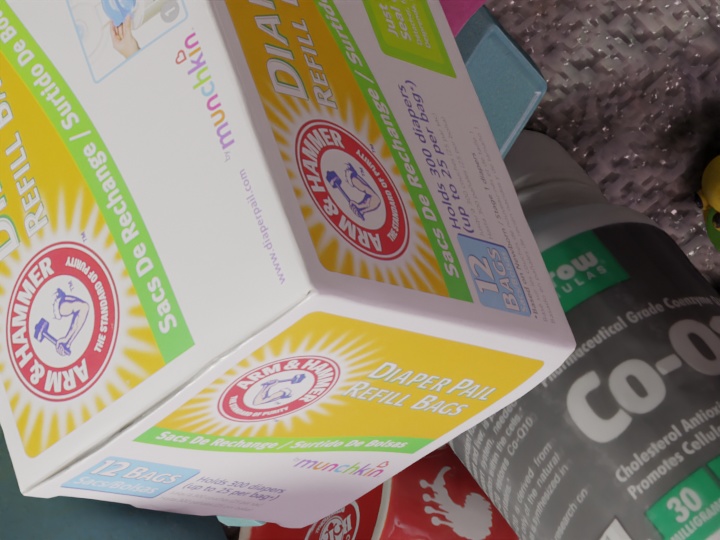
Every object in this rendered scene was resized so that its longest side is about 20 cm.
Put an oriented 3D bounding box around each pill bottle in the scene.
[{"bbox_3d":[0.091,0.049,0.983,0.113,0.200,0.113,-26,146,-19],"label":"pill bottle"}]

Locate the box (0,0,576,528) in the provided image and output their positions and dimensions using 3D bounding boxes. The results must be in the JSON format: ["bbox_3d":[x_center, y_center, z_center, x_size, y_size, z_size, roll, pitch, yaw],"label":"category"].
[{"bbox_3d":[-0.044,-0.046,0.706,0.101,0.200,0.112,-35,153,29],"label":"box"}]

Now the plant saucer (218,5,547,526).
[{"bbox_3d":[0.000,0.000,0.944,0.200,0.019,0.070,-56,149,-3],"label":"plant saucer"}]

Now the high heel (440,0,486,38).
[{"bbox_3d":[0.026,-0.085,0.859,0.200,0.067,0.096,-37,140,12],"label":"high heel"}]

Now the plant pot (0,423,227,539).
[{"bbox_3d":[-0.114,0.108,0.726,0.200,0.188,0.200,-29,143,-26],"label":"plant pot"}]

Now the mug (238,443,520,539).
[{"bbox_3d":[0.053,0.141,1.090,0.200,0.133,0.178,21,103,-30],"label":"mug"}]

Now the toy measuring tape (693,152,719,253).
[{"bbox_3d":[0.200,-0.023,1.128,0.200,0.074,0.074,5,131,-47],"label":"toy measuring tape"}]
